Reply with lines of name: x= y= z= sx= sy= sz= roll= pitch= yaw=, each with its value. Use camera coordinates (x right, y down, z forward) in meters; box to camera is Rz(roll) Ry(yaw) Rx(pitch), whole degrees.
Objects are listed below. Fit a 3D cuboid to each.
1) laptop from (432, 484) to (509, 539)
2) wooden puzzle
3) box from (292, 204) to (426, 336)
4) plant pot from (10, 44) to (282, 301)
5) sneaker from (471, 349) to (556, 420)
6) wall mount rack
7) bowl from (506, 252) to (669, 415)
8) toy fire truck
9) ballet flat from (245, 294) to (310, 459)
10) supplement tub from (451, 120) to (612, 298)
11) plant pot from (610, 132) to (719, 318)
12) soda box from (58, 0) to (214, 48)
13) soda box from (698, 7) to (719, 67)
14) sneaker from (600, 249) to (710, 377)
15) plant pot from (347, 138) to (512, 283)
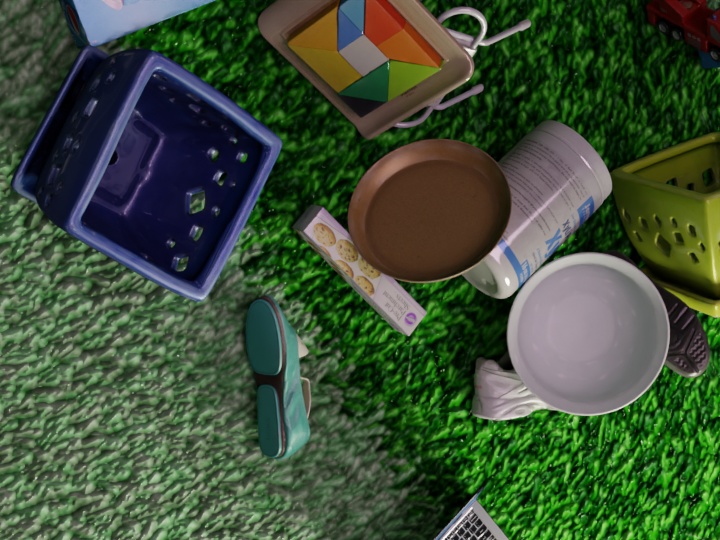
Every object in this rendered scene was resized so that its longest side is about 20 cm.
laptop: x=0.122 y=0.389 z=1.676 sx=0.187 sy=0.116 sz=0.201 roll=-44 pitch=113 yaw=-13
wooden puzzle: x=0.003 y=-0.253 z=1.500 sx=0.200 sy=0.184 sz=0.037 roll=45 pitch=42 yaw=-21
box: x=0.000 y=0.000 z=1.604 sx=0.042 sy=0.039 sz=0.200 roll=-49 pitch=114 yaw=-11
plant pot: x=-0.234 y=-0.111 z=1.382 sx=0.199 sy=0.179 sz=0.202 roll=31 pitch=84 yaw=-44
sneaker: x=0.236 y=0.134 z=1.717 sx=0.198 sy=0.078 sz=0.101 roll=-7 pitch=97 yaw=-25
wall mount rack: x=0.105 y=-0.253 z=1.566 sx=0.172 sy=0.200 sz=0.075 roll=12 pitch=50 yaw=-24
bowl: x=0.283 y=0.076 z=1.659 sx=0.198 sy=0.090 sz=0.204 roll=0 pitch=93 yaw=5
toy fire truck: x=0.412 y=-0.363 z=1.690 sx=0.049 sy=0.200 sz=0.142 roll=-38 pitch=140 yaw=-14
ballet flat: x=-0.094 y=0.122 z=1.572 sx=0.070 sy=0.067 sz=0.203 roll=-15 pitch=105 yaw=-48
supplement tub: x=0.202 y=-0.075 z=1.638 sx=0.200 sy=0.132 sz=0.132 roll=-43 pitch=113 yaw=-13
plant pot: x=0.470 y=-0.058 z=1.738 sx=0.197 sy=0.200 sz=0.183 roll=-20 pitch=111 yaw=-22
soda box: x=-0.224 y=-0.308 z=1.438 sx=0.199 sy=0.064 sz=0.068 roll=-26 pitch=108 yaw=-21
soda box: x=0.529 y=-0.310 z=1.710 sx=0.064 sy=0.199 sz=0.069 roll=-27 pitch=108 yaw=-28
sneaker: x=0.382 y=0.065 z=1.731 sx=0.076 sy=0.199 sz=0.114 roll=-44 pitch=157 yaw=-3
plant pot: x=0.084 y=-0.067 z=1.570 sx=0.200 sy=0.200 sz=0.028 roll=-45 pitch=148 yaw=-13
